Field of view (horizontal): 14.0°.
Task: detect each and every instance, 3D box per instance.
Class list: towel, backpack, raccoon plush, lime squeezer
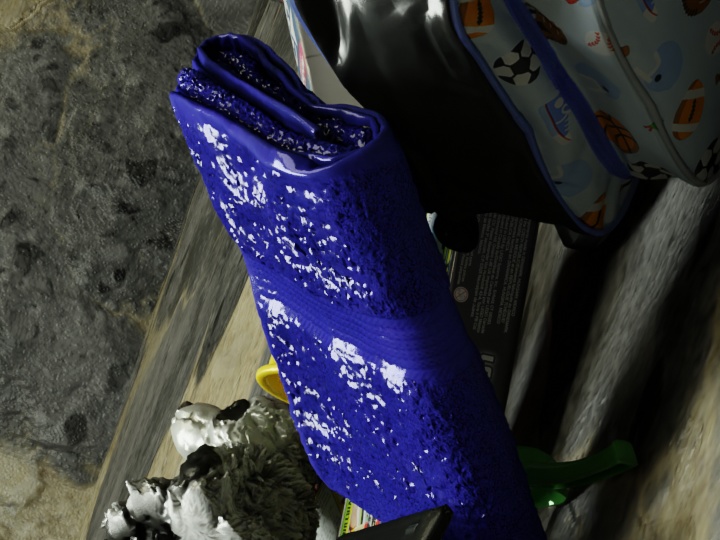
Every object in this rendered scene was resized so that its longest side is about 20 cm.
[{"bbox_3d":[-0.004,0.019,1.087,0.148,0.049,0.200,37,153,59],"label":"towel"},{"bbox_3d":[0.073,-0.129,1.063,0.200,0.154,0.191,58,-136,-52],"label":"backpack"},{"bbox_3d":[-0.033,0.146,1.357,0.097,0.200,0.134,-33,-6,37],"label":"raccoon plush"},{"bbox_3d":[0.061,0.116,1.154,0.071,0.038,0.200,61,139,36],"label":"lime squeezer"}]

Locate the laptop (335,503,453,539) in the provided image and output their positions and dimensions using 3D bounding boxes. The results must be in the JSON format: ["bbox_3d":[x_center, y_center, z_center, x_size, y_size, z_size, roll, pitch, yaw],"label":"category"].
[{"bbox_3d":[0.010,0.206,1.085,0.200,0.116,0.187,-61,6,-13],"label":"laptop"}]

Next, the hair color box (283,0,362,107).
[{"bbox_3d":[0.014,-0.135,1.210,0.061,0.100,0.201,87,171,-68],"label":"hair color box"}]

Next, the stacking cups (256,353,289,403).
[{"bbox_3d":[0.013,-0.038,1.247,0.061,0.060,0.201,134,155,-71],"label":"stacking cups"}]

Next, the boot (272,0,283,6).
[{"bbox_3d":[0.046,-0.216,1.546,0.079,0.157,0.212,-95,26,-71],"label":"boot"}]

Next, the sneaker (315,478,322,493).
[{"bbox_3d":[-0.067,0.149,1.564,0.201,0.108,0.067,-93,-17,-80],"label":"sneaker"}]

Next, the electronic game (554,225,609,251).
[{"bbox_3d":[0.115,-0.106,1.244,0.200,0.041,0.201,-166,90,-88],"label":"electronic game"}]

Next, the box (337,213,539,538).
[{"bbox_3d":[0.031,0.055,1.256,0.110,0.035,0.201,151,131,-72],"label":"box"}]

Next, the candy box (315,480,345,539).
[{"bbox_3d":[-0.002,0.146,1.376,0.200,0.026,0.102,-66,28,28],"label":"candy box"}]
